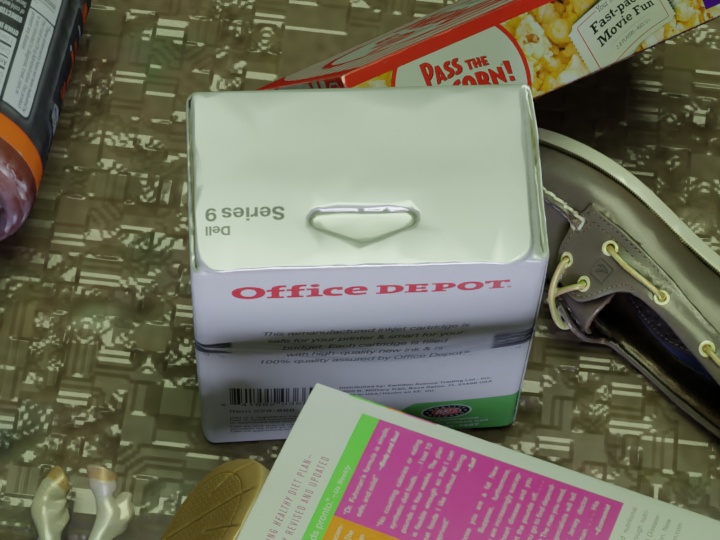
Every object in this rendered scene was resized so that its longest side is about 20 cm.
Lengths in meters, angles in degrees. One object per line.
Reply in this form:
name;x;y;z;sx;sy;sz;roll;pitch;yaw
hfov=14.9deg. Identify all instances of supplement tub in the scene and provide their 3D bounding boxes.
supplement tub;-0.191;-0.084;1.279;0.106;0.107;0.201;10;60;4

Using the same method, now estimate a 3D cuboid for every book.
book;0.049;0.133;1.065;0.199;0.048;0.134;19;63;14

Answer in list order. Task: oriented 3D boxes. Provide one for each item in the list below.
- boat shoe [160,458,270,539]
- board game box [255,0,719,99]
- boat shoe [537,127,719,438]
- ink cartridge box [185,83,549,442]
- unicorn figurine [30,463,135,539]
boat shoe;-0.077;0.179;1.146;0.069;0.071;0.200;40;78;-28
board game box;0.063;-0.103;1.277;0.199;0.151;0.047;-25;98;-17
boat shoe;0.123;0.008;1.259;0.200;0.072;0.060;38;61;12
ink cartridge box;0.000;0.000;1.175;0.145;0.200;0.084;-2;67;-3
unicorn figurine;-0.189;0.124;1.168;0.199;0.074;0.138;23;71;5
